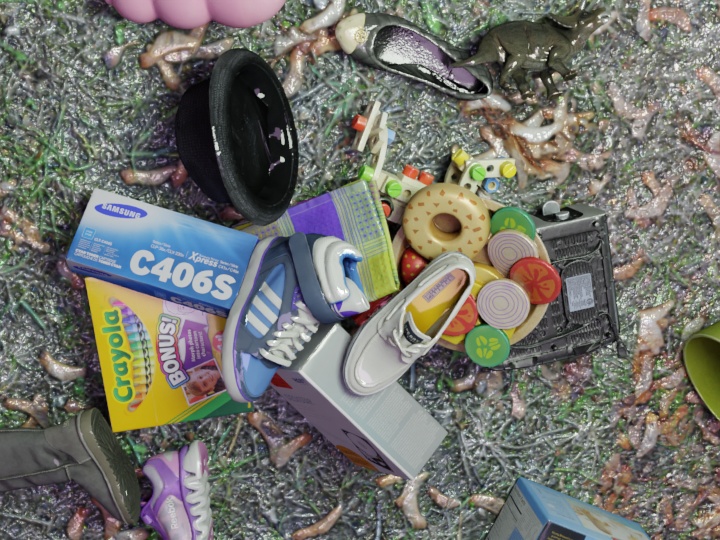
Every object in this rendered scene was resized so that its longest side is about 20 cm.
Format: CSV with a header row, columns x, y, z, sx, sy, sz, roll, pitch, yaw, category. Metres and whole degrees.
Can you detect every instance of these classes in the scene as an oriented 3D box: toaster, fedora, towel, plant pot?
x,y,z,sx,sy,sz,roll,pitch,yaw,category
0.217,0.023,1.475,0.181,0.119,0.200,-13,107,-5,toaster
-0.148,-0.148,1.364,0.092,0.201,0.201,-4,110,26,fedora
-0.057,-0.013,1.397,0.200,0.023,0.144,-17,81,24,towel
0.553,0.105,1.541,0.200,0.187,0.187,-34,109,-14,plant pot

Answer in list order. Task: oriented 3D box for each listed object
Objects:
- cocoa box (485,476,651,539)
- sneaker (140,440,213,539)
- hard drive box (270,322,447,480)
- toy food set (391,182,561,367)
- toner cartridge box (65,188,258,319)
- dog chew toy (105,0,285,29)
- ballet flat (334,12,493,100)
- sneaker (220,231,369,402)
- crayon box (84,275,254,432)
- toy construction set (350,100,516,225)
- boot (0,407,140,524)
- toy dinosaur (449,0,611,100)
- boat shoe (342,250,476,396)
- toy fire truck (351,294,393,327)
x,y,z,sx,sy,sz,roll,pitch,yaw,category
0.281,0.383,1.585,0.200,0.133,0.131,23,101,-15,cocoa box
-0.232,0.311,1.512,0.088,0.080,0.200,-3,102,-2,sneaker
-0.016,0.153,1.448,0.200,0.156,0.077,46,70,-18,hard drive box
0.126,0.007,1.376,0.198,0.049,0.200,25,115,7,toy food set
-0.225,-0.019,1.379,0.200,0.043,0.095,16,69,3,toner cartridge box
-0.181,-0.320,1.310,0.200,0.125,0.125,-8,108,1,dog chew toy
0.066,-0.252,1.400,0.200,0.057,0.067,17,103,-14,ballet flat
-0.064,0.055,1.326,0.081,0.146,0.200,34,66,-54,sneaker
-0.227,0.083,1.449,0.172,0.058,0.200,-9,107,-7,crayon box
0.071,-0.113,1.417,0.200,0.092,0.131,26,103,-10,toy construction set
-0.383,0.249,1.450,0.200,0.073,0.182,-16,114,8,boot
0.195,-0.257,1.409,0.200,0.077,0.102,-10,71,-5,toy dinosaur
0.054,0.064,1.323,0.071,0.070,0.200,43,98,-8,boat shoe
0.000,0.000,1.468,0.200,0.049,0.141,-41,107,3,toy fire truck
